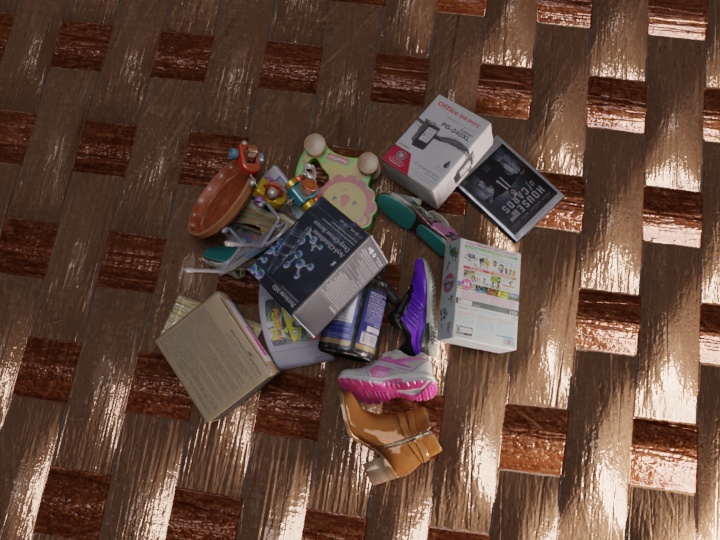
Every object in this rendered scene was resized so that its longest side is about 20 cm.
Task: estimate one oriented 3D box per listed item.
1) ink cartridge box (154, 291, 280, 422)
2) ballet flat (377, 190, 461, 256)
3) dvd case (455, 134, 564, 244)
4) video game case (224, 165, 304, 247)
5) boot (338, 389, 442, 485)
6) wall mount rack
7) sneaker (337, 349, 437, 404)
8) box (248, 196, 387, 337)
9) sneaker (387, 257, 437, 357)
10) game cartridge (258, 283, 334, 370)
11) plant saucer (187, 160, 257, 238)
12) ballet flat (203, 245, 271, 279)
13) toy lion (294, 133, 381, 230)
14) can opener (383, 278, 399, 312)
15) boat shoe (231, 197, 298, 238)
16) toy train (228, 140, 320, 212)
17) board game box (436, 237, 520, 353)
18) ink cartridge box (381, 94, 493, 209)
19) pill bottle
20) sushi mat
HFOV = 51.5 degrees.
[{"bbox_3d":[-0.282,0.170,1.473,0.164,0.075,0.201,-36,78,3],"label":"ink cartridge box"},{"bbox_3d":[0.127,-0.109,1.566,0.200,0.069,0.071,38,54,6],"label":"ballet flat"},{"bbox_3d":[0.311,-0.174,1.593,0.150,0.025,0.200,-43,75,-9],"label":"dvd case"},{"bbox_3d":[-0.184,-0.086,1.560,0.182,0.023,0.200,-42,75,12],"label":"video game case"},{"bbox_3d":[0.054,0.295,1.437,0.154,0.074,0.201,-26,88,0],"label":"boot"},{"bbox_3d":[-0.234,-0.047,1.401,0.075,0.199,0.174,49,35,-17],"label":"wall mount rack"},{"bbox_3d":[0.055,0.205,1.467,0.198,0.082,0.089,-2,46,12],"label":"sneaker"},{"bbox_3d":[-0.078,-0.008,1.379,0.200,0.107,0.148,-46,56,-6],"label":"box"},{"bbox_3d":[0.102,0.075,1.494,0.099,0.070,0.202,-3,83,9],"label":"sneaker"},{"bbox_3d":[-0.132,0.094,1.487,0.132,0.041,0.202,-10,98,4],"label":"game cartridge"},{"bbox_3d":[-0.282,-0.149,1.550,0.032,0.200,0.201,39,75,-31],"label":"plant saucer"},{"bbox_3d":[-0.232,-0.012,1.529,0.199,0.072,0.072,0,72,21],"label":"ballet flat"},{"bbox_3d":[-0.051,-0.171,1.595,0.199,0.069,0.193,21,83,9],"label":"toy lion"},{"bbox_3d":[0.000,0.000,1.547,0.053,0.067,0.200,-39,89,-9],"label":"can opener"},{"bbox_3d":[-0.176,-0.079,1.504,0.199,0.072,0.076,24,73,29],"label":"boat shoe"},{"bbox_3d":[-0.159,-0.194,1.490,0.199,0.056,0.151,8,60,-32],"label":"toy train"},{"bbox_3d":[0.237,0.051,1.481,0.147,0.064,0.201,13,74,-21],"label":"board game box"},{"bbox_3d":[0.165,-0.254,1.581,0.145,0.083,0.200,35,78,25],"label":"ink cartridge box"},{"bbox_3d":[-0.008,0.069,1.449,0.111,0.112,0.201,12,79,6],"label":"pill bottle"},{"bbox_3d":[-0.307,0.123,1.539,0.199,0.012,0.096,18,76,8],"label":"sushi mat"}]
